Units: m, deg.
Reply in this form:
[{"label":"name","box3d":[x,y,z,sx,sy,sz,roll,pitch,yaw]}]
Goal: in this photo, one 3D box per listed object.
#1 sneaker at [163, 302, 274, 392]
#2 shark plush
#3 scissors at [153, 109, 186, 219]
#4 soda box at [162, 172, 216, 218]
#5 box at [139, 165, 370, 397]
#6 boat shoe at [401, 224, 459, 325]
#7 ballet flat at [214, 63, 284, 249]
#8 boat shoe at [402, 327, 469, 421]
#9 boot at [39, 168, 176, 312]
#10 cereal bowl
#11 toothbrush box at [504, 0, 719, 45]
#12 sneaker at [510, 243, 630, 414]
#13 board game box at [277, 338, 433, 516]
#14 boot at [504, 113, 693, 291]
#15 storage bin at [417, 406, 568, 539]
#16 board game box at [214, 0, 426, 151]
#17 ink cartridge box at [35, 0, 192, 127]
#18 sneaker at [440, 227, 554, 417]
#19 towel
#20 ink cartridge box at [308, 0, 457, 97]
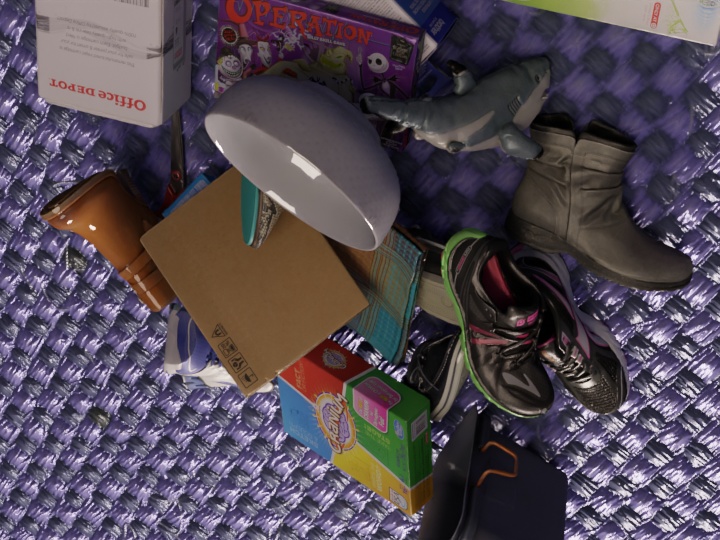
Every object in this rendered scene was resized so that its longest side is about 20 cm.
[{"label":"sneaker","box3d":[-0.148,0.088,1.532,0.113,0.200,0.082,2,76,6]},{"label":"shark plush","box3d":[0.086,-0.158,1.277,0.197,0.091,0.085,1,113,-18]},{"label":"scissors","box3d":[-0.195,-0.093,1.517,0.072,0.014,0.202,26,124,9]},{"label":"soda box","box3d":[-0.116,-0.009,1.463,0.064,0.068,0.200,-43,84,5]},{"label":"box","box3d":[-0.108,0.001,1.415,0.163,0.021,0.201,-36,84,4]},{"label":"boat shoe","box3d":[0.049,-0.014,1.437,0.198,0.068,0.072,27,147,22]},{"label":"ballet flat","box3d":[-0.094,-0.125,1.382,0.068,0.074,0.203,151,110,-67]},{"label":"boat shoe","box3d":[0.081,0.104,1.445,0.062,0.075,0.200,31,158,4]},{"label":"boot","box3d":[-0.251,-0.025,1.453,0.073,0.200,0.156,-26,93,17]},{"label":"cereal bowl","box3d":[-0.041,-0.110,1.251,0.199,0.084,0.200,35,168,8]},{"label":"toothbrush box","box3d":[0.228,-0.294,1.180,0.197,0.086,0.147,15,124,12]},{"label":"sneaker","box3d":[0.200,0.073,1.407,0.080,0.087,0.201,-29,105,33]},{"label":"board game box","box3d":[-0.008,0.160,1.511,0.199,0.040,0.155,29,140,33]},{"label":"boot","box3d":[0.241,-0.067,1.325,0.197,0.068,0.132,21,119,8]},{"label":"storage bin","box3d":[0.151,0.262,1.484,0.133,0.201,0.146,25,126,-8]},{"label":"board game box","box3d":[-0.042,-0.193,1.295,0.197,0.032,0.121,17,122,13]},{"label":"ink cartridge box","box3d":[-0.249,-0.264,1.392,0.144,0.083,0.202,14,123,13]},{"label":"sneaker","box3d":[0.139,0.056,1.324,0.083,0.076,0.202,1,120,57]},{"label":"towel","box3d":[0.000,0.000,1.426,0.146,0.022,0.201,38,148,19]},{"label":"ink cartridge box","box3d":[-0.003,-0.232,1.315,0.200,0.076,0.136,45,127,-6]}]
